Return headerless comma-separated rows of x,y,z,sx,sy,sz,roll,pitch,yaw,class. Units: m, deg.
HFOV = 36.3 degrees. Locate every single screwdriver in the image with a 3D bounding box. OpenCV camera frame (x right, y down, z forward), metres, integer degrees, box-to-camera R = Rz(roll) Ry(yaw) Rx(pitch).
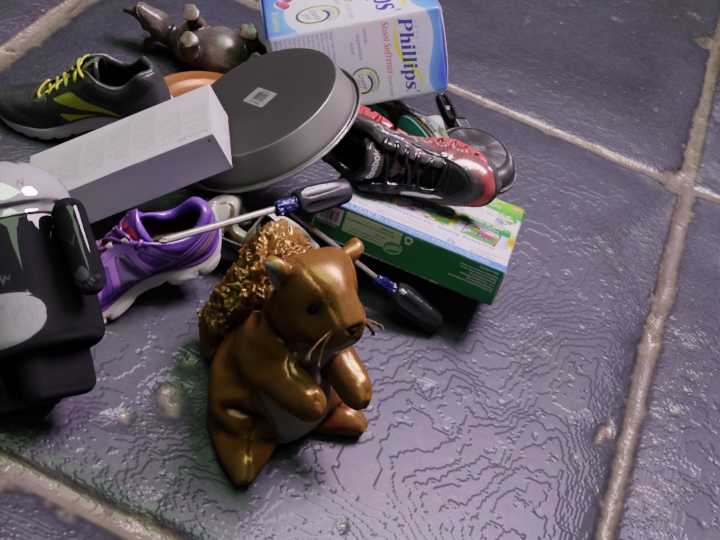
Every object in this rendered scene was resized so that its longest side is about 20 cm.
0.000,0.000,1.069,0.199,0.028,0.029,33,68,-17,screwdriver
-0.090,-0.050,1.001,0.199,0.028,0.029,-21,36,-34,screwdriver

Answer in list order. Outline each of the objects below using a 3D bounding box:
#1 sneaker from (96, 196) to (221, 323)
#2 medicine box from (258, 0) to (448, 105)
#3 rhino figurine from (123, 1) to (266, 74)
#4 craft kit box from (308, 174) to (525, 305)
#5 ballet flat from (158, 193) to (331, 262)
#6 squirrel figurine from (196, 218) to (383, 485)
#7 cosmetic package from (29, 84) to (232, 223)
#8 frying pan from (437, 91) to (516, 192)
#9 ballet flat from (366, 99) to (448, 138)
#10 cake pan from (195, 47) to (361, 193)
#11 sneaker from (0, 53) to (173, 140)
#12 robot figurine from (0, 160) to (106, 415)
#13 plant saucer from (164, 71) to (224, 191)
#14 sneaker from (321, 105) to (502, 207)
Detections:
-0.222,-0.016,1.000,0.199,0.084,0.081,-27,58,-20,sneaker
-0.011,-0.276,1.290,0.198,0.104,0.183,-11,34,-1,medicine box
-0.196,-0.276,1.321,0.198,0.087,0.060,21,80,5,rhino figurine
0.066,-0.054,1.155,0.198,0.049,0.198,23,28,6,craft kit box
-0.113,-0.036,1.088,0.198,0.074,0.073,23,41,7,ballet flat
-0.067,0.041,0.928,0.140,0.188,0.201,-12,48,-30,squirrel figurine
-0.224,-0.104,1.064,0.198,0.051,0.083,-20,42,8,cosmetic package
0.142,-0.161,1.354,0.114,0.031,0.191,16,44,-3,frying pan
0.053,-0.170,1.301,0.199,0.070,0.071,38,41,29,ballet flat
-0.097,-0.161,1.123,0.198,0.037,0.201,-16,41,14,cake pan
-0.293,-0.193,1.162,0.198,0.085,0.075,0,47,4,sneaker
-0.279,0.012,0.899,0.149,0.125,0.202,-16,83,-7,robot figurine
-0.168,-0.165,1.237,0.198,0.038,0.201,10,41,-9,plant saucer
0.043,-0.106,1.112,0.199,0.071,0.098,22,24,10,sneaker
